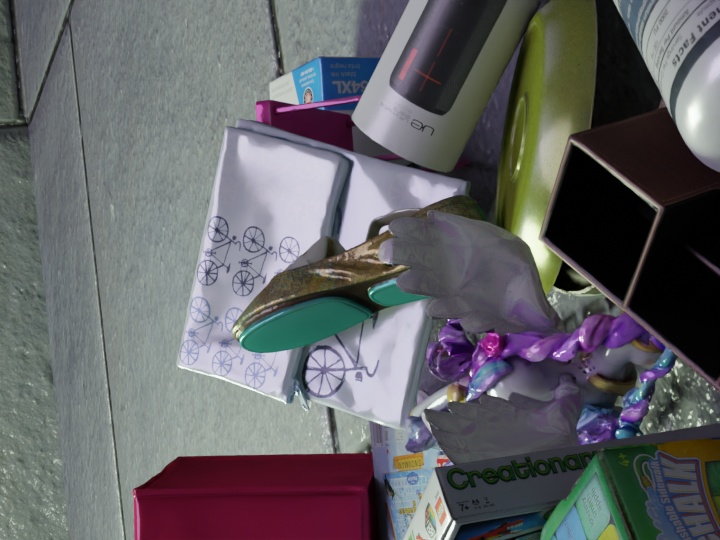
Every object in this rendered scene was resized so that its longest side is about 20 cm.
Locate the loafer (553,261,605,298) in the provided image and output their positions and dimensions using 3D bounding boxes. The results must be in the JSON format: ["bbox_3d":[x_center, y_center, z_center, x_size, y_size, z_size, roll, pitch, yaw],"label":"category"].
[{"bbox_3d":[0.153,-0.039,0.929,0.200,0.069,0.076,129,134,-59],"label":"loafer"}]

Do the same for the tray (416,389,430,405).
[{"bbox_3d":[0.089,0.170,1.183,0.200,0.022,0.109,-147,58,-65],"label":"tray"}]

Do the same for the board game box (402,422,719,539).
[{"bbox_3d":[0.120,0.139,0.847,0.127,0.198,0.035,108,149,-49],"label":"board game box"}]

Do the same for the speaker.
[{"bbox_3d":[0.071,-0.169,1.028,0.201,0.081,0.081,-62,32,17],"label":"speaker"}]

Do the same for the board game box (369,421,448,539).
[{"bbox_3d":[0.060,0.204,1.158,0.200,0.041,0.202,161,105,-73],"label":"board game box"}]

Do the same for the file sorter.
[{"bbox_3d":[0.013,-0.029,1.167,0.124,0.139,0.203,-5,88,26],"label":"file sorter"}]

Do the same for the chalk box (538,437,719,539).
[{"bbox_3d":[0.160,0.165,0.757,0.124,0.198,0.125,113,147,-47],"label":"chalk box"}]

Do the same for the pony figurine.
[{"bbox_3d":[0.099,0.062,0.913,0.200,0.191,0.168,121,145,-55],"label":"pony figurine"}]

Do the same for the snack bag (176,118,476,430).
[{"bbox_3d":[-0.030,0.006,1.100,0.198,0.021,0.191,17,97,24],"label":"snack bag"}]

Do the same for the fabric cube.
[{"bbox_3d":[-0.077,0.267,1.305,0.200,0.193,0.202,-14,-77,-85],"label":"fabric cube"}]

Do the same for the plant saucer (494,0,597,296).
[{"bbox_3d":[0.113,-0.083,0.984,0.200,0.031,0.203,-172,90,-87],"label":"plant saucer"}]

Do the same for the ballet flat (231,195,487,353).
[{"bbox_3d":[0.000,0.000,1.046,0.198,0.070,0.072,-20,70,25],"label":"ballet flat"}]

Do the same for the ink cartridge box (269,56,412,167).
[{"bbox_3d":[-0.017,-0.073,1.340,0.146,0.083,0.203,172,96,-68],"label":"ink cartridge box"}]

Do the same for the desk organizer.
[{"bbox_3d":[0.185,0.003,0.760,0.200,0.076,0.072,43,135,34],"label":"desk organizer"}]

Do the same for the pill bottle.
[{"bbox_3d":[0.196,-0.115,0.744,0.120,0.118,0.202,113,146,-48],"label":"pill bottle"}]
